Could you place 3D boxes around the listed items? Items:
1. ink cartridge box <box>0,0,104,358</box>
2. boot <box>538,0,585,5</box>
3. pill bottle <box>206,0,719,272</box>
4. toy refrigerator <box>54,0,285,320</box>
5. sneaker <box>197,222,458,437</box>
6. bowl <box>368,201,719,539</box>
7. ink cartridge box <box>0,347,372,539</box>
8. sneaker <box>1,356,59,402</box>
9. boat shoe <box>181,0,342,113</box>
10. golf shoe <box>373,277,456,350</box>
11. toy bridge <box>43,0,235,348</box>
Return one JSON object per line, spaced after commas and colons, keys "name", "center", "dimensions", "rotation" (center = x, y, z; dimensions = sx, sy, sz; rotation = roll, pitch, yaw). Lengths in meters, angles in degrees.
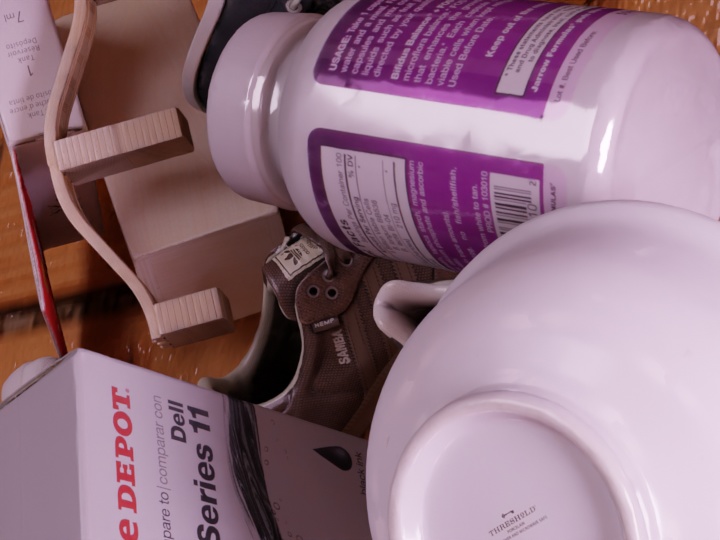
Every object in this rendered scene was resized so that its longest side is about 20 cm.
{"name": "ink cartridge box", "center": [-0.162, -0.043, 1.113], "dimensions": [0.200, 0.045, 0.176], "rotation": [106, 148, -75]}
{"name": "boot", "center": [0.125, -0.175, 0.865], "dimensions": [0.144, 0.071, 0.201], "rotation": [18, 83, 57]}
{"name": "pill bottle", "center": [0.039, -0.056, 0.844], "dimensions": [0.200, 0.112, 0.112], "rotation": [11, 82, 35]}
{"name": "toy refrigerator", "center": [-0.097, -0.058, 1.082], "dimensions": [0.076, 0.070, 0.200], "rotation": [-19, 45, -6]}
{"name": "sneaker", "center": [0.000, 0.000, 0.940], "dimensions": [0.200, 0.076, 0.070], "rotation": [-61, 37, 13]}
{"name": "bowl", "center": [0.073, 0.081, 0.710], "dimensions": [0.201, 0.090, 0.201], "rotation": [7, 102, 36]}
{"name": "ink cartridge box", "center": [-0.054, 0.132, 0.841], "dimensions": [0.083, 0.200, 0.147], "rotation": [-37, 47, 37]}
{"name": "sneaker", "center": [-0.101, 0.090, 1.035], "dimensions": [0.116, 0.074, 0.200], "rotation": [-51, 52, 21]}
{"name": "boat shoe", "center": [-0.037, -0.117, 0.960], "dimensions": [0.076, 0.060, 0.200], "rotation": [-57, -6, -21]}
{"name": "golf shoe", "center": [0.083, 0.049, 0.800], "dimensions": [0.200, 0.088, 0.077], "rotation": [17, 86, 53]}
{"name": "toy bridge", "center": [-0.114, -0.059, 0.986], "dimensions": [0.067, 0.027, 0.200], "rotation": [-16, 74, 5]}
